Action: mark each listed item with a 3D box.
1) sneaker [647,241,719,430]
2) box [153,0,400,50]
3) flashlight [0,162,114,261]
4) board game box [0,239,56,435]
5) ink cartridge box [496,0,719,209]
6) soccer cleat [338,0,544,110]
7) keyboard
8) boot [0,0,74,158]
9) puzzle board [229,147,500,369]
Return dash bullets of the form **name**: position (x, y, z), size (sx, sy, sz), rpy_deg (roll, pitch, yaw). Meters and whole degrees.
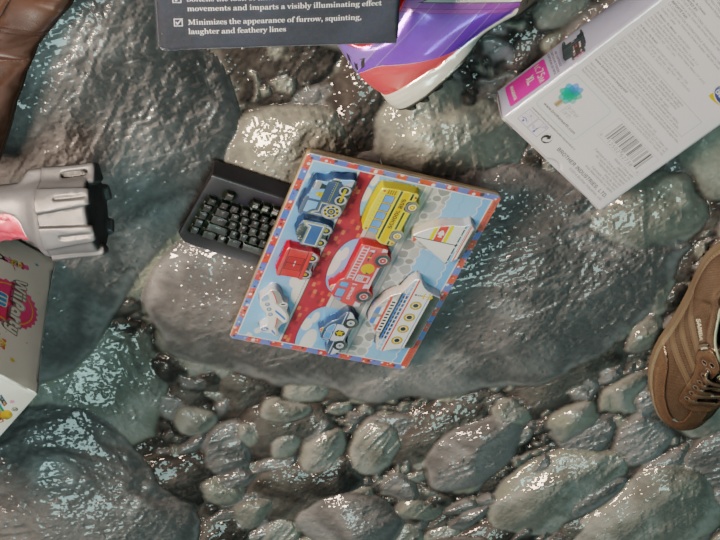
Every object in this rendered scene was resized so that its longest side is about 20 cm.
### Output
- **sneaker**: position (0.283, 0.070, 1.202), size (0.070, 0.076, 0.201), rpy_deg (0, 130, -8)
- **box**: position (-0.051, -0.242, 0.871), size (0.147, 0.107, 0.201), rpy_deg (-2, 131, -6)
- **flashlight**: position (-0.271, -0.025, 1.028), size (0.198, 0.068, 0.068), rpy_deg (-4, 144, 11)
- **board game box**: position (-0.305, 0.087, 1.090), size (0.064, 0.148, 0.200), rpy_deg (30, 120, -26)
- **ink cartridge box**: position (0.208, -0.139, 1.039), size (0.200, 0.042, 0.119), rpy_deg (-35, 126, 24)
- **soccer cleat**: position (0.069, -0.189, 0.963), size (0.073, 0.068, 0.200), rpy_deg (37, 118, -23)
- **keyboard**: position (-0.023, -0.037, 1.107), size (0.199, 0.021, 0.127), rpy_deg (17, 126, -22)
- **boot**: position (-0.289, -0.152, 0.947), size (0.185, 0.064, 0.200), rpy_deg (20, 129, -25)
- **puzzle board**: position (0.000, 0.000, 1.121), size (0.150, 0.017, 0.201), rpy_deg (12, 134, -16)
